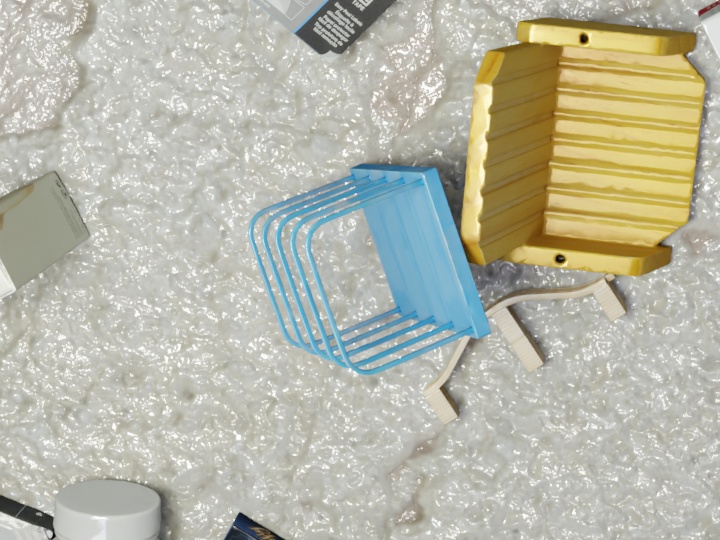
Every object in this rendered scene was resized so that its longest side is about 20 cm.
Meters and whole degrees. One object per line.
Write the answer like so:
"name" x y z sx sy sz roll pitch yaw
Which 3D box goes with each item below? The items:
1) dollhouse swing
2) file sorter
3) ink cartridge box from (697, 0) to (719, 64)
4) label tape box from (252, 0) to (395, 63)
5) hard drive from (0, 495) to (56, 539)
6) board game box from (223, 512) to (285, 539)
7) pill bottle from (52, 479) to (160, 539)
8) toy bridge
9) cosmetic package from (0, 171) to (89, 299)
"dollhouse swing" 0.183 -0.093 1.507 0.181 0.176 0.201 7 103 7
"file sorter" 0.000 0.000 1.527 0.122 0.200 0.139 -22 100 -15
"ink cartridge box" 0.374 -0.210 1.464 0.199 0.146 0.083 -27 96 13
"label tape box" -0.010 -0.288 1.516 0.200 0.063 0.144 -43 127 16
"hard drive" -0.395 0.264 1.753 0.199 0.038 0.140 22 105 4
"board game box" -0.061 0.333 1.716 0.199 0.035 0.136 30 106 1
"pill bottle" -0.232 0.301 1.695 0.113 0.114 0.201 6 104 8
"toy bridge" 0.137 0.056 1.624 0.200 0.027 0.067 -34 95 14
"cosmetic package" -0.317 -0.016 1.589 0.105 0.200 0.071 -26 98 13
